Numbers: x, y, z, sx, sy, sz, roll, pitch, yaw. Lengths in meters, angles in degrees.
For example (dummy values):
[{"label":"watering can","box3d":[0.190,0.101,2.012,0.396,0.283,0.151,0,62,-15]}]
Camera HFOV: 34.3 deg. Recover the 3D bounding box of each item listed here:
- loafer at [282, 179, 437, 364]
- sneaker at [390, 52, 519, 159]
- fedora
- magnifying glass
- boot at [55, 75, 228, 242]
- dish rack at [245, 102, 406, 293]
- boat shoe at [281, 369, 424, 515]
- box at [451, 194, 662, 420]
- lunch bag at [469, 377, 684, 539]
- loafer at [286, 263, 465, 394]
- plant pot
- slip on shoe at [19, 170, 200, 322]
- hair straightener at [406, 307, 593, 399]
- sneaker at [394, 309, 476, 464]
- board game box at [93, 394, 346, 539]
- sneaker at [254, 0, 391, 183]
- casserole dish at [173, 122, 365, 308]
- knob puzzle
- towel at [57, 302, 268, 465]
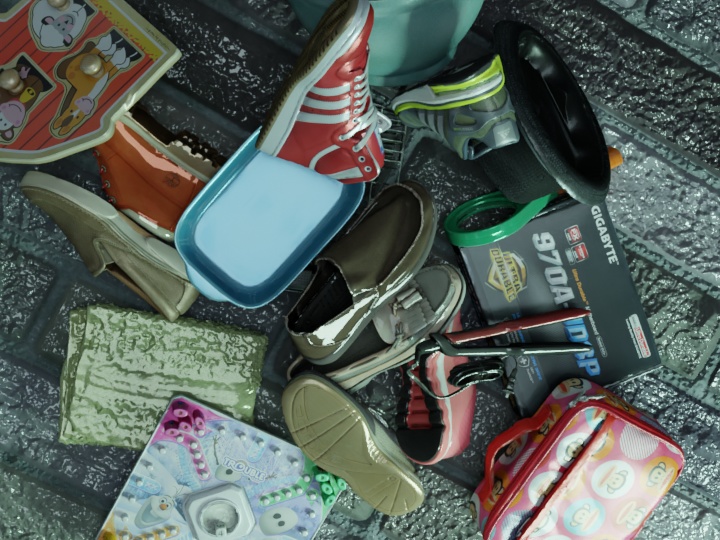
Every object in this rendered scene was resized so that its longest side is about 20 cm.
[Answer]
[{"label":"loafer","box3d":[0.000,0.000,1.089,0.073,0.071,0.200,33,90,26]},{"label":"sneaker","box3d":[0.085,-0.139,1.059,0.074,0.200,0.081,-27,99,-9]},{"label":"fedora","box3d":[0.159,-0.138,1.130,0.092,0.201,0.201,-29,101,32]},{"label":"magnifying glass","box3d":[0.175,-0.075,1.172,0.200,0.080,0.022,-28,116,-12]},{"label":"boot","box3d":[-0.234,-0.112,1.119,0.200,0.075,0.107,35,105,-3]},{"label":"dish rack","box3d":[-0.035,-0.072,1.154,0.153,0.055,0.200,8,94,-9]},{"label":"boat shoe","box3d":[-0.008,0.165,1.158,0.072,0.065,0.200,-36,117,16]},{"label":"box","box3d":[0.201,0.034,1.194,0.159,0.046,0.200,-21,99,-3]},{"label":"lunch bag","box3d":[0.208,0.210,1.179,0.176,0.082,0.200,29,103,-19]},{"label":"loafer","box3d":[0.014,0.062,1.137,0.200,0.063,0.072,-39,61,18]},{"label":"plant pot","box3d":[0.027,-0.257,1.078,0.200,0.200,0.134,-17,140,-4]},{"label":"slip on shoe","box3d":[-0.245,-0.023,1.124,0.200,0.076,0.061,34,75,-15]},{"label":"hair straightener","box3d":[0.137,0.088,1.128,0.200,0.041,0.077,-9,94,-22]},{"label":"sneaker","box3d":[0.079,0.096,1.187,0.087,0.074,0.200,11,78,-51]},{"label":"board game box","box3d":[-0.141,0.249,1.167,0.200,0.026,0.200,27,102,-16]},{"label":"sneaker","box3d":[-0.006,-0.150,1.009,0.112,0.200,0.071,25,53,-13]},{"label":"casserole dish","box3d":[-0.086,-0.057,1.103,0.121,0.039,0.200,42,89,-8]},{"label":"knob puzzle","box3d":[-0.291,-0.182,1.067,0.219,0.030,0.220,-6,67,14]},{"label":"towel","box3d":[-0.198,0.113,1.165,0.200,0.036,0.149,8,95,-7]}]
